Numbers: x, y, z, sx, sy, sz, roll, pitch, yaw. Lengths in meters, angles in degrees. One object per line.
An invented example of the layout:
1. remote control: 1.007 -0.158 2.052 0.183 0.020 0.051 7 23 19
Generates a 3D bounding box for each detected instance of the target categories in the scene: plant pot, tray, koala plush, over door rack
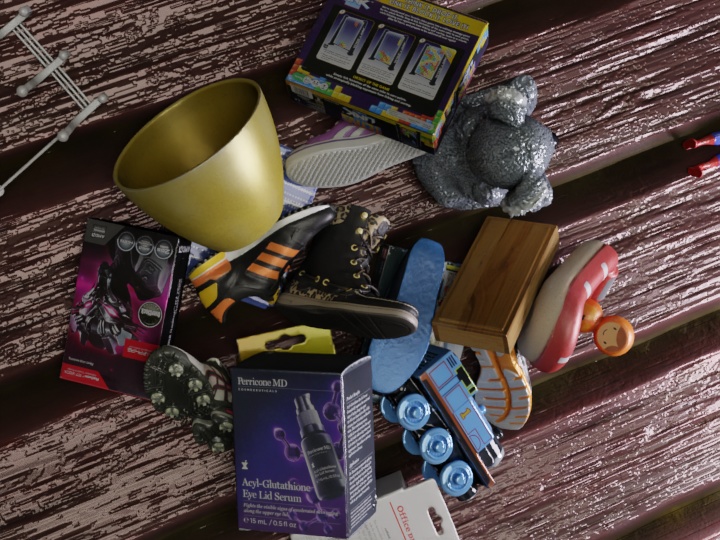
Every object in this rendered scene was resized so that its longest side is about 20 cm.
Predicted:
1. plant pot: -0.169 -0.107 1.415 0.199 0.200 0.143 -37 122 -8
2. tray: 0.172 0.013 1.512 0.201 0.098 0.037 -60 147 -38
3. koala plush: 0.171 -0.145 1.492 0.182 0.200 0.179 -12 99 -12
4. over door rack: -0.414 -0.189 1.406 0.200 0.067 0.148 -43 103 -7

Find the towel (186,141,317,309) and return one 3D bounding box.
1. towel: -0.142 -0.067 1.516 0.143 0.024 0.202 21 88 -14

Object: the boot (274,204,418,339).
1. boot: 0.000 0.000 1.468 0.073 0.198 0.152 45 59 -44

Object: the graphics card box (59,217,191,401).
1. graphics card box: -0.281 0.046 1.450 0.124 0.051 0.202 12 93 14

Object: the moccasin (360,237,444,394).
1. moccasin: 0.059 0.062 1.500 0.080 0.068 0.202 27 77 -5

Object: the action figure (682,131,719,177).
1. action figure: 0.546 -0.181 1.665 0.198 0.052 0.066 -19 97 -14

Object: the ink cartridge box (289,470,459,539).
1. ink cartridge box: 0.021 0.340 1.553 0.198 0.067 0.117 -22 101 2

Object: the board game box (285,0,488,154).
1. board game box: 0.033 -0.252 1.456 0.198 0.057 0.166 23 73 15

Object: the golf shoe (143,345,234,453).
1. golf shoe: -0.200 0.139 1.452 0.076 0.089 0.201 -17 138 13

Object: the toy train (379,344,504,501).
1. toy train: 0.110 0.196 1.536 0.114 0.087 0.201 -37 105 -14

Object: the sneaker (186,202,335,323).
1. sneaker: -0.109 -0.009 1.478 0.199 0.070 0.091 -28 95 -4

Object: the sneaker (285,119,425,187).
1. sneaker: -0.005 -0.177 1.512 0.198 0.115 0.073 -16 145 0

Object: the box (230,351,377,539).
1. box: -0.066 0.204 1.436 0.146 0.104 0.203 -1 98 21

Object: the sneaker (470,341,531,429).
1. sneaker: 0.191 0.119 1.592 0.077 0.077 0.202 1 117 24

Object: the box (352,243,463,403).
1. box: 0.069 0.079 1.573 0.135 0.038 0.202 15 92 -16

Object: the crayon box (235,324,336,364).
1. crayon box: -0.084 0.168 1.537 0.126 0.051 0.202 -11 99 -12

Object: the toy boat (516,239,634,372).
1. toy boat: 0.290 0.061 1.540 0.130 0.131 0.200 35 44 15
